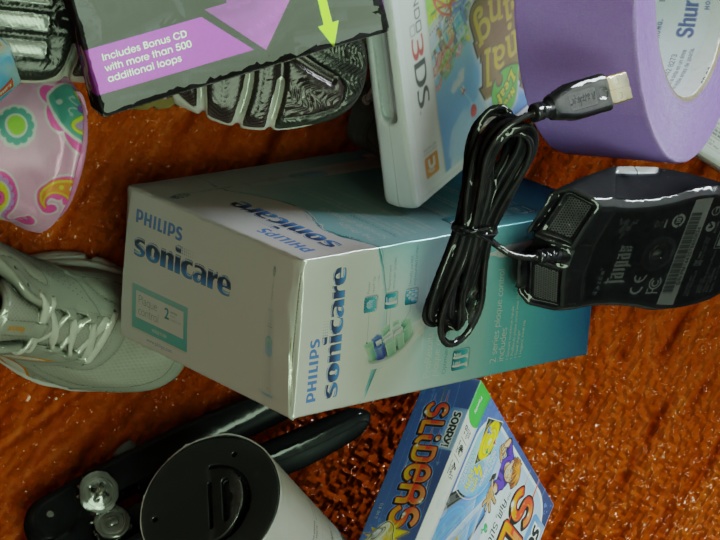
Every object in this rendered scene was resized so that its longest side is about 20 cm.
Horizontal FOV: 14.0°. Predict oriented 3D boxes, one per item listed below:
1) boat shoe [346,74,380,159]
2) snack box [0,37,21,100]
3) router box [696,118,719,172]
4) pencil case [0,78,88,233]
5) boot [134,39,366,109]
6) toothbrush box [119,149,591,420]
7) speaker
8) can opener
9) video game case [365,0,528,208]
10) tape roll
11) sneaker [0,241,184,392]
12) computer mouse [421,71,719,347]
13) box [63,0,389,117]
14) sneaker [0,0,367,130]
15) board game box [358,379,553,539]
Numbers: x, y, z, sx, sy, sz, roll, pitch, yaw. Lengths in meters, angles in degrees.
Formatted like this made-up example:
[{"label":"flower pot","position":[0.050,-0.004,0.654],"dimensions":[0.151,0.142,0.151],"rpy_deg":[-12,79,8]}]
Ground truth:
[{"label":"boat shoe","position":[0.051,-0.146,1.531],"dimensions":[0.067,0.057,0.200],"rpy_deg":[42,67,-51]},{"label":"snack box","position":[-0.265,-0.116,1.340],"dimensions":[0.116,0.200,0.037],"rpy_deg":[-43,161,-16]},{"label":"router box","position":[0.276,-0.114,1.647],"dimensions":[0.200,0.049,0.180],"rpy_deg":[30,94,-28]},{"label":"pencil case","position":[-0.234,-0.076,1.426],"dimensions":[0.200,0.087,0.088],"rpy_deg":[12,103,-24]},{"label":"boot","position":[-0.067,-0.197,1.468],"dimensions":[0.175,0.066,0.200],"rpy_deg":[-18,105,2]},{"label":"toothbrush box","position":[0.000,0.000,1.487],"dimensions":[0.200,0.146,0.085],"rpy_deg":[-10,112,-40]},{"label":"speaker","position":[-0.040,0.163,1.551],"dimensions":[0.081,0.081,0.200],"rpy_deg":[-43,144,-4]},{"label":"can opener","position":[-0.089,0.107,1.574],"dimensions":[0.200,0.079,0.063],"rpy_deg":[-31,78,-14]},{"label":"video game case","position":[0.064,-0.155,1.468],"dimensions":[0.200,0.022,0.182],"rpy_deg":[-40,133,-44]},{"label":"tape roll","position":[0.142,-0.157,1.499],"dimensions":[0.066,0.200,0.200],"rpy_deg":[6,112,22]},{"label":"sneaker","position":[-0.171,0.024,1.483],"dimensions":[0.200,0.092,0.076],"rpy_deg":[22,99,-28]},{"label":"computer mouse","position":[0.117,-0.042,1.435],"dimensions":[0.200,0.046,0.141],"rpy_deg":[-9,126,-32]},{"label":"box","position":[-0.078,-0.185,1.329],"dimensions":[0.143,0.036,0.200],"rpy_deg":[-18,106,-12]},{"label":"sneaker","position":[-0.100,-0.121,1.421],"dimensions":[0.200,0.116,0.076],"rpy_deg":[11,99,-12]},{"label":"board game box","position":[0.037,0.175,1.576],"dimensions":[0.200,0.034,0.135],"rpy_deg":[-67,148,-26]}]
